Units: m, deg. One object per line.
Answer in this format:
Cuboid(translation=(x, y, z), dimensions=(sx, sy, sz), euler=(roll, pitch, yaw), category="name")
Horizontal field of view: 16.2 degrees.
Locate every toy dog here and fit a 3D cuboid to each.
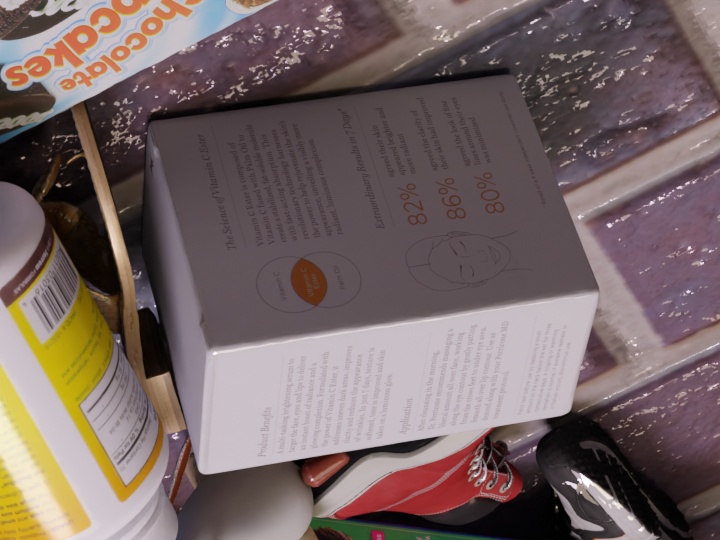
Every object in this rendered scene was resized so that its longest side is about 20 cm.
Cuboid(translation=(-0.066, 0.143, 1.411), dimensions=(0.096, 0.200, 0.132), euler=(-33, 108, 25), category="toy dog")

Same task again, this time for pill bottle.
Cuboid(translation=(-0.163, 0.064, 1.221), dimensions=(0.109, 0.109, 0.201), euler=(-23, 120, 5), category="pill bottle")

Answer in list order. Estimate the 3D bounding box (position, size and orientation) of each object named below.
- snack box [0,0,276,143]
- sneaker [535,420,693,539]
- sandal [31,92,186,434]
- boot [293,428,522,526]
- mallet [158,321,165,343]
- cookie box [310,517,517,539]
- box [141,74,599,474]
Cuboid(translation=(-0.136, -0.131, 1.166), dimensions=(0.199, 0.037, 0.116), euler=(-27, 142, 9), category="snack box")
Cuboid(translation=(0.153, 0.164, 1.627), dimensions=(0.080, 0.074, 0.200), euler=(-27, 142, 14), category="sneaker")
Cuboid(translation=(-0.145, 0.007, 1.272), dimensions=(0.069, 0.078, 0.212), euler=(-17, 127, -3), category="sandal")
Cuboid(translation=(0.064, 0.096, 1.496), dimensions=(0.144, 0.073, 0.200), euler=(10, 149, -34), category="boot")
Cuboid(translation=(-0.021, 0.039, 1.432), dimensions=(0.199, 0.041, 0.066), euler=(-9, 142, -19), category="mallet")
Cuboid(translation=(0.010, 0.229, 1.597), dimensions=(0.199, 0.076, 0.171), euler=(7, 144, -12), category="cookie box")
Cuboid(translation=(0.000, 0.000, 1.293), dimensions=(0.199, 0.153, 0.107), euler=(-8, 143, -13), category="box")
